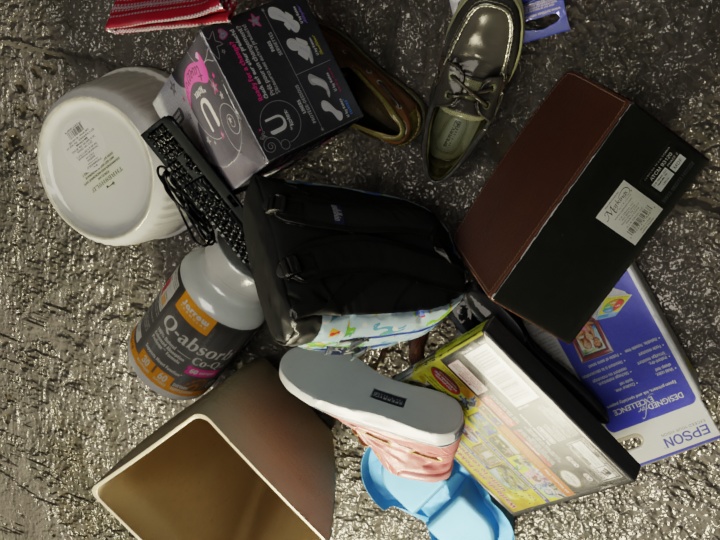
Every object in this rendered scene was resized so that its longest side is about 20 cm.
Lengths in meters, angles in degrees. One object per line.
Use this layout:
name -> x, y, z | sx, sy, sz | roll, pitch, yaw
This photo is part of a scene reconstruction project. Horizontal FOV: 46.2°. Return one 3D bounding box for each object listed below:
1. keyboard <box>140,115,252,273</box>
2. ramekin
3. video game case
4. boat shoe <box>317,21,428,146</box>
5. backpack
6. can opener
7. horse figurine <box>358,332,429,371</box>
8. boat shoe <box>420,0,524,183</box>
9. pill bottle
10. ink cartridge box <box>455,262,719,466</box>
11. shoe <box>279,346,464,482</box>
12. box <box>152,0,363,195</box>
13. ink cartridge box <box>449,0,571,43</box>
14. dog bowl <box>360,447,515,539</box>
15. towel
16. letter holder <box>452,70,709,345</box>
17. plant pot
keyboard -> -0.152, -0.055, 0.840 | 0.201, 0.040, 0.104 | 53, 154, -15
ramekin -> -0.269, -0.123, 0.958 | 0.197, 0.105, 0.203 | 8, 110, 21
video game case -> 0.142, 0.151, 0.832 | 0.200, 0.026, 0.181 | 45, 141, -5
boat shoe -> -0.023, -0.194, 0.848 | 0.198, 0.068, 0.073 | 30, 117, 12
backpack -> 0.000, 0.000, 0.781 | 0.154, 0.197, 0.165 | 111, 145, -53
can opener -> 0.159, 0.091, 0.822 | 0.063, 0.079, 0.200 | -40, 96, 21
horse figurine -> 0.003, 0.022, 0.891 | 0.199, 0.050, 0.133 | 35, 80, -13
boat shoe -> 0.099, -0.159, 0.768 | 0.071, 0.067, 0.202 | 15, 141, -2
pill bottle -> -0.174, 0.046, 0.967 | 0.116, 0.116, 0.200 | 43, 119, 5
ink cartridge box -> 0.227, 0.108, 0.855 | 0.196, 0.047, 0.202 | -28, 96, 27
shoe -> 0.007, 0.149, 0.859 | 0.198, 0.072, 0.092 | 18, 134, 16
box -> -0.109, -0.158, 0.820 | 0.133, 0.114, 0.199 | 62, 153, -6
ink cartridge box -> 0.134, -0.304, 0.738 | 0.135, 0.076, 0.203 | -10, 102, 28
dog bowl -> 0.092, 0.255, 0.958 | 0.200, 0.050, 0.112 | 42, 118, 5
towel -> -0.146, -0.304, 0.753 | 0.143, 0.022, 0.203 | 4, 69, 30
letter holder -> 0.190, -0.063, 0.780 | 0.100, 0.142, 0.201 | 27, 106, -22
plant pot -> -0.142, 0.221, 0.964 | 0.199, 0.178, 0.200 | -36, 104, 28
